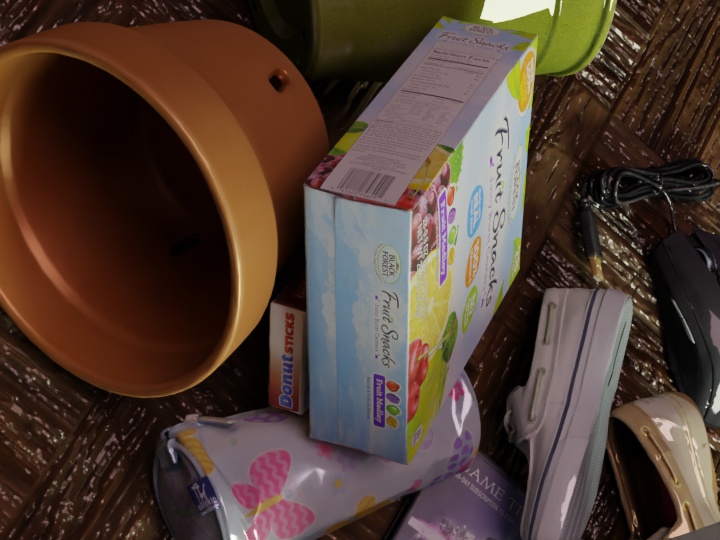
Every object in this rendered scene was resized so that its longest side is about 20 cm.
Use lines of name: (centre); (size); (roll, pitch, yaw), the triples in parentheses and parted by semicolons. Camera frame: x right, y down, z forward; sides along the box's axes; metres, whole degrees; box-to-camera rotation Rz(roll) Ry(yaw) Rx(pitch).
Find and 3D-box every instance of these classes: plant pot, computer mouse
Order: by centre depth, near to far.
plant pot: (-0.108, -0.051, 0.841); (0.201, 0.199, 0.140); (56, 42, -3)
plant pot: (0.030, -0.203, 0.967); (0.191, 0.200, 0.203); (-15, 83, -19)
computer mouse: (0.225, 0.011, 1.082); (0.139, 0.046, 0.203); (0, 76, -31)

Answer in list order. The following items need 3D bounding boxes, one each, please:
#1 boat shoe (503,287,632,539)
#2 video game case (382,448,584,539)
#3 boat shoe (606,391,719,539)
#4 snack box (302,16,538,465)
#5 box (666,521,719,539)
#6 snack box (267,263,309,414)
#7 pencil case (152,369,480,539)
boat shoe: (0.126, 0.099, 0.994); (0.066, 0.074, 0.201); (8, 52, 20)
video game case: (0.062, 0.222, 0.946); (0.143, 0.019, 0.201); (41, 59, -14)
boat shoe: (0.205, 0.182, 1.011); (0.068, 0.074, 0.203); (-3, 68, -27)
snack box: (0.037, -0.022, 0.859); (0.067, 0.170, 0.201); (13, 39, 18)
box: (0.182, 0.282, 0.849); (0.201, 0.170, 0.200); (64, 20, -8)
snack box: (0.000, 0.000, 0.911); (0.024, 0.073, 0.200); (17, 36, 18)
pencil case: (-0.024, 0.107, 0.895); (0.198, 0.083, 0.091); (-18, 70, -32)
